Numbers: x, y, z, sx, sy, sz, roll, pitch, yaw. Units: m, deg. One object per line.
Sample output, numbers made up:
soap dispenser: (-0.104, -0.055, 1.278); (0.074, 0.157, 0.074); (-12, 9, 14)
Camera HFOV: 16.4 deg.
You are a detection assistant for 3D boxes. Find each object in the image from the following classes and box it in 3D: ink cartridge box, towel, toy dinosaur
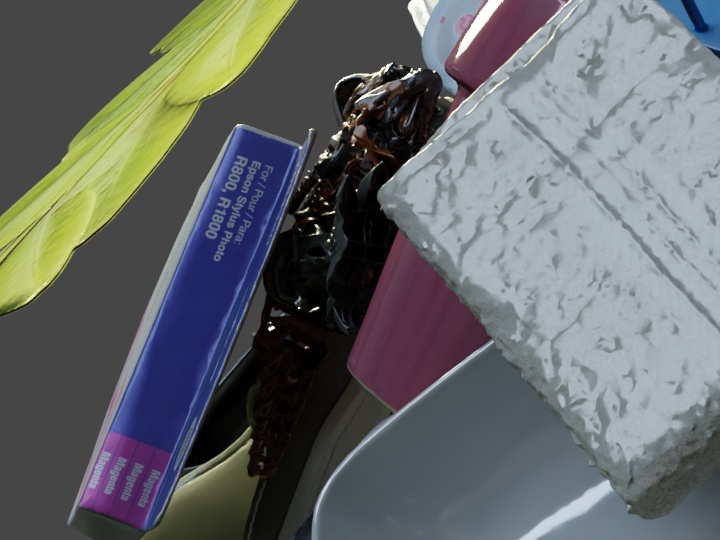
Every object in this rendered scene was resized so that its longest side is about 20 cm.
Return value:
ink cartridge box: (-0.086, 0.033, 1.201); (0.200, 0.043, 0.197); (129, 163, -77)
towel: (0.097, -0.013, 0.888); (0.133, 0.034, 0.200); (-44, 45, 7)
toy dinosaur: (0.000, 0.000, 1.170); (0.136, 0.102, 0.201); (7, 92, 60)

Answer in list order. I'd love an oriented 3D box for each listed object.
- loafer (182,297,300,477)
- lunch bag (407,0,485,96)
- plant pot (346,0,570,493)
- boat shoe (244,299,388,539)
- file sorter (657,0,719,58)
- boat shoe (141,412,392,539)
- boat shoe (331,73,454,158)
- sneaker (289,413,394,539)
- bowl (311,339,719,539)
loafer: (-0.026, 0.050, 1.362); (0.201, 0.070, 0.068); (-48, 55, 8)
lunch bag: (0.117, -0.143, 1.231); (0.170, 0.127, 0.200); (-49, 19, 14)
plant pot: (0.094, 0.001, 1.048); (0.179, 0.200, 0.200); (-56, 14, 5)
boat shoe: (-0.019, 0.061, 1.232); (0.060, 0.072, 0.202); (12, 64, 18)
file sorter: (0.162, -0.173, 1.028); (0.139, 0.123, 0.200); (-48, 43, -15)
boat shoe: (-0.050, 0.121, 1.296); (0.202, 0.060, 0.072); (-47, 47, -13)
boat shoe: (0.034, -0.057, 1.317); (0.073, 0.065, 0.200); (-48, 28, -8)
sneaker: (-0.022, 0.141, 1.130); (0.114, 0.076, 0.200); (-22, 27, 46)
bowl: (0.085, 0.103, 0.900); (0.200, 0.075, 0.200); (-38, 33, 16)
